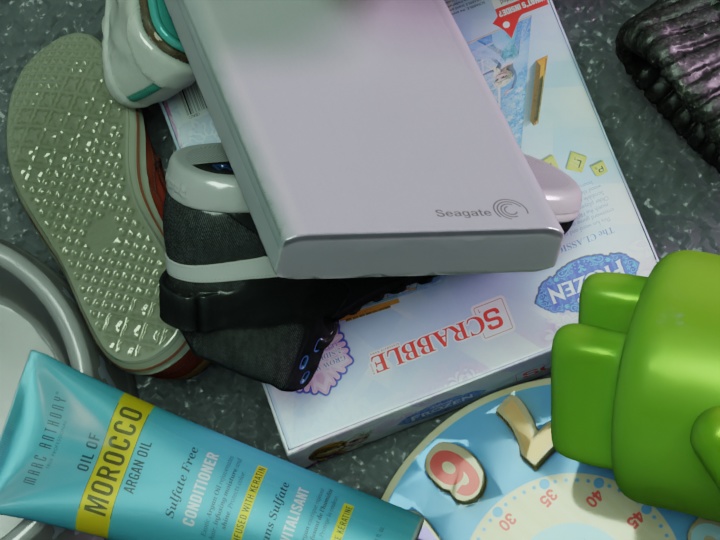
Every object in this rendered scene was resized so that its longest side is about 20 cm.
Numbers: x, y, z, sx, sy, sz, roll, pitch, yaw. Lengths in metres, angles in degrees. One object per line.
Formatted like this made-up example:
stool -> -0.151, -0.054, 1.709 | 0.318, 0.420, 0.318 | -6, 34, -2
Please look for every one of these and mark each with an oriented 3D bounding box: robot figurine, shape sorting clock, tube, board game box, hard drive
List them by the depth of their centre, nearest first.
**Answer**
robot figurine -> 0.186, 0.058, 1.293 | 0.199, 0.116, 0.176 | 11, 35, 18
hard drive -> -0.002, -0.072, 1.314 | 0.131, 0.027, 0.201 | -2, 42, -21
tube -> -0.072, 0.104, 1.338 | 0.199, 0.050, 0.078 | 18, 70, 5
shape sorting clock -> 0.098, 0.146, 1.351 | 0.198, 0.039, 0.202 | -2, 75, 6
board game box -> 0.025, -0.032, 1.406 | 0.199, 0.041, 0.201 | -20, 73, 0

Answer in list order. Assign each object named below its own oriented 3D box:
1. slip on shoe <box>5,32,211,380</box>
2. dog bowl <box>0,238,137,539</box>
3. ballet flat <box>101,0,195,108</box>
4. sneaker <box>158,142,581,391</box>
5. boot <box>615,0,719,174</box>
slip on shoe -> -0.120, -0.029, 1.415 | 0.074, 0.061, 0.201 | -30, 60, 9
dog bowl -> -0.208, 0.070, 1.396 | 0.198, 0.059, 0.202 | -2, 74, 6
ballet flat -> -0.105, -0.161, 1.436 | 0.069, 0.070, 0.201 | -5, 51, 5
sneaker -> 0.000, 0.000, 1.349 | 0.199, 0.073, 0.113 | 1, 113, -19
boot -> 0.240, -0.090, 1.376 | 0.158, 0.080, 0.211 | -43, 64, -13
